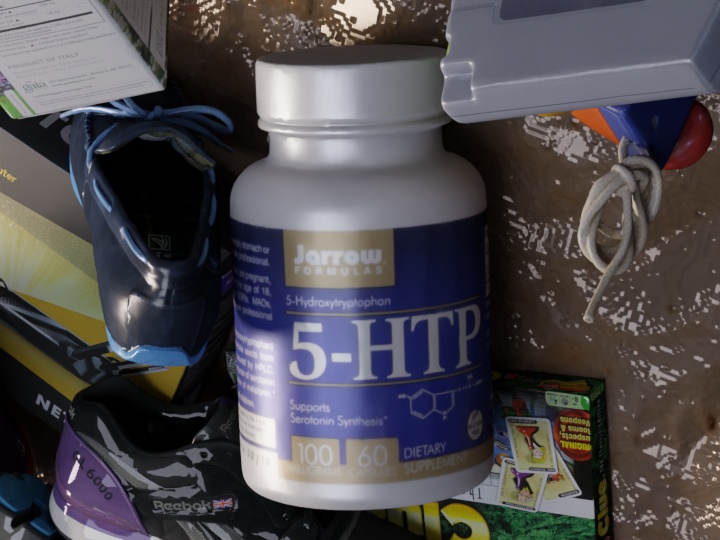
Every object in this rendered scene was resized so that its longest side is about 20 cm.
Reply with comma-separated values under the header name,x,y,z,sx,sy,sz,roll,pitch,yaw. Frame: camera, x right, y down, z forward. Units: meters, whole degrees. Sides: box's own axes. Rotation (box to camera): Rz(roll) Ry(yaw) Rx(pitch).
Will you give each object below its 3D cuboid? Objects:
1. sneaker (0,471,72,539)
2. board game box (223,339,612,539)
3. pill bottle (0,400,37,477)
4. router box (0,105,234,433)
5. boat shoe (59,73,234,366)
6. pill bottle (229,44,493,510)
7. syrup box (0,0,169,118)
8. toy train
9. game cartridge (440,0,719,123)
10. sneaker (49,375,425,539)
name,x,y,z,sx,sy,sz,roll,pitch,yaw
sneaker,-0.134,0.179,1.358,0.200,0.073,0.082,35,109,-24
board game box,0.028,0.093,1.300,0.200,0.023,0.105,6,117,26
pill bottle,-0.245,0.087,1.328,0.112,0.200,0.113,-4,70,11
router box,-0.159,-0.008,1.322,0.200,0.052,0.157,33,131,10
boat shoe,-0.089,-0.042,1.211,0.084,0.200,0.069,-2,131,-19
pill bottle,0.000,0.000,1.203,0.120,0.120,0.200,3,102,27
syrup box,-0.155,-0.153,1.132,0.081,0.079,0.200,-10,150,17
toy train,0.084,-0.079,1.096,0.116,0.200,0.085,14,159,34
game cartridge,0.109,-0.153,1.051,0.133,0.200,0.041,-7,148,33
sneaker,-0.055,0.111,1.274,0.200,0.076,0.088,15,125,5
